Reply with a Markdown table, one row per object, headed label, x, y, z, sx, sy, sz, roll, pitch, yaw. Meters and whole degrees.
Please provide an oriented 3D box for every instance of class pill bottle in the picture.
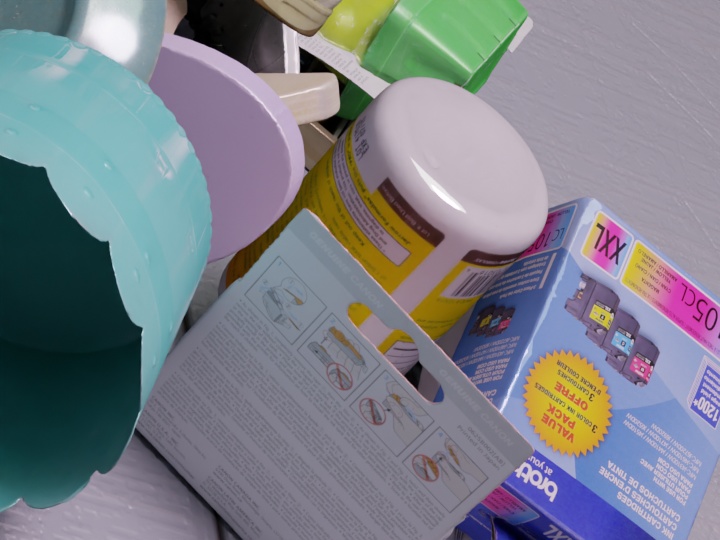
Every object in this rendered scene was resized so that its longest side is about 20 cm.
| label | x | y | z | sx | sy | sz | roll | pitch | yaw |
| --- | --- | --- | --- | --- | --- | --- | --- | --- | --- |
| pill bottle | 0.000 | 0.000 | 1.555 | 0.109 | 0.200 | 0.110 | 27 | 37 | -23 |

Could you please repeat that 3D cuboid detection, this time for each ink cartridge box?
| label | x | y | z | sx | sy | sz | roll | pitch | yaw |
| --- | --- | --- | --- | --- | --- | --- | --- | --- | --- |
| ink cartridge box | 0.111 | 0.084 | 1.547 | 0.136 | 0.076 | 0.201 | 36 | 62 | -21 |
| ink cartridge box | -0.010 | 0.070 | 1.470 | 0.163 | 0.200 | 0.057 | 46 | 41 | 3 |

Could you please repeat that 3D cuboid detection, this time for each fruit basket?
| label | x | y | z | sx | sy | sz | roll | pitch | yaw |
| --- | --- | --- | --- | --- | --- | --- | --- | --- | --- |
| fruit basket | -0.009 | -0.164 | 1.799 | 0.199 | 0.094 | 0.185 | 30 | 33 | 7 |

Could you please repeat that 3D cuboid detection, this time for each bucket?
| label | x | y | z | sx | sy | sz | roll | pitch | yaw |
| --- | --- | --- | --- | --- | --- | --- | --- | --- | --- |
| bucket | -0.172 | -0.004 | 1.389 | 0.207 | 0.207 | 0.135 | 40 | 32 | -5 |

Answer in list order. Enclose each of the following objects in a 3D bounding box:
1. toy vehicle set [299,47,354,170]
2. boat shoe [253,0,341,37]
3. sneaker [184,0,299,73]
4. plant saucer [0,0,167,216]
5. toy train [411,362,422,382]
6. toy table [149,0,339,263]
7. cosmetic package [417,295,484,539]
| label | x | y | z | sx | sy | sz | roll | pitch | yaw |
| --- | --- | --- | --- | --- | --- | --- | --- | --- | --- |
| toy vehicle set | -0.013 | -0.131 | 1.839 | 0.124 | 0.027 | 0.200 | 39 | 34 | -7 |
| boat shoe | -0.069 | -0.190 | 1.536 | 0.200 | 0.063 | 0.073 | 35 | 12 | -44 |
| sneaker | -0.086 | -0.140 | 1.668 | 0.099 | 0.201 | 0.071 | 4 | 7 | -35 |
| plant saucer | -0.193 | -0.122 | 1.494 | 0.036 | 0.199 | 0.201 | 44 | 19 | -59 |
| toy train | 0.056 | 0.020 | 1.706 | 0.199 | 0.085 | 0.114 | 25 | 29 | -27 |
| toy table | -0.111 | -0.076 | 1.561 | 0.199 | 0.185 | 0.117 | 13 | 25 | 14 |
| cosmetic package | 0.099 | 0.103 | 1.610 | 0.150 | 0.052 | 0.201 | 25 | 65 | -29 |
